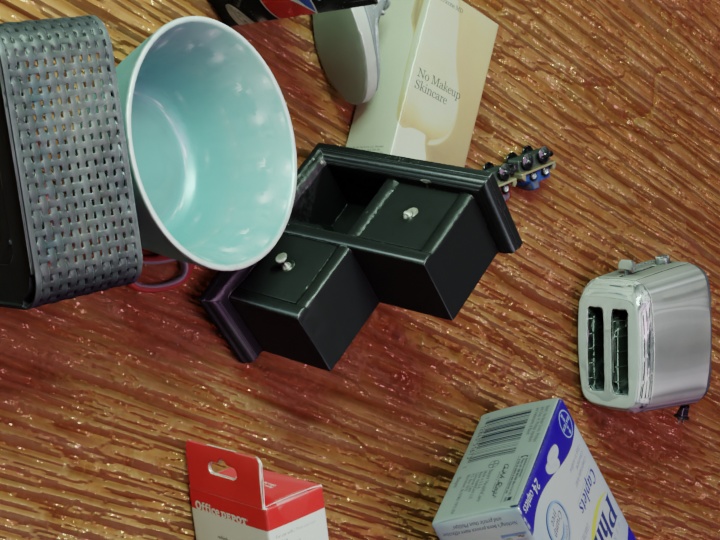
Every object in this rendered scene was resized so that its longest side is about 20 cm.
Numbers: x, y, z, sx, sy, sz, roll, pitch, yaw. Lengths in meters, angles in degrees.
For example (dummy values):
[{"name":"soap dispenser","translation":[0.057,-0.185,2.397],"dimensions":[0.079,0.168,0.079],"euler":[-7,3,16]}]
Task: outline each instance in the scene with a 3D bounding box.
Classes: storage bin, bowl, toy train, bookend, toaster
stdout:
[{"name":"storage bin","translation":[-0.246,-0.080,0.995],"dimensions":[0.094,0.135,0.201],"euler":[-16,103,-41]},{"name":"bowl","translation":[-0.152,-0.095,1.088],"dimensions":[0.201,0.105,0.201],"euler":[13,74,-52]},{"name":"toy train","translation":[0.138,-0.088,1.419],"dimensions":[0.200,0.034,0.046],"euler":[-25,112,-39]},{"name":"bookend","translation":[0.000,0.000,1.178],"dimensions":[0.200,0.198,0.092],"euler":[-54,137,-25]},{"name":"toaster","translation":[0.325,0.085,1.550],"dimensions":[0.129,0.114,0.201],"euler":[-7,99,-38]}]

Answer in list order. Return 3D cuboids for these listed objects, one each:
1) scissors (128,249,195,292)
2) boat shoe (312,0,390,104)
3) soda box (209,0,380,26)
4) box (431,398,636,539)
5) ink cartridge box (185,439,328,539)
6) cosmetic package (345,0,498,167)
[{"name":"scissors","translation":[-0.127,-0.023,1.195],"dimensions":[0.200,0.014,0.073],"euler":[-6,94,-43]},{"name":"boat shoe","translation":[-0.005,-0.258,1.252],"dimensions":[0.071,0.070,0.201],"euler":[-22,105,-36]},{"name":"soda box","translation":[-0.050,-0.255,1.122],"dimensions":[0.071,0.200,0.063],"euler":[-51,123,-28]},{"name":"box","translation":[0.183,0.268,1.381],"dimensions":[0.200,0.105,0.184],"euler":[61,34,-19]},{"name":"ink cartridge box","translation":[-0.085,0.242,1.177],"dimensions":[0.067,0.116,0.201],"euler":[-15,103,-40]},{"name":"cosmetic package","translation":[0.058,-0.165,1.314],"dimensions":[0.105,0.071,0.201],"euler":[21,79,-41]}]
